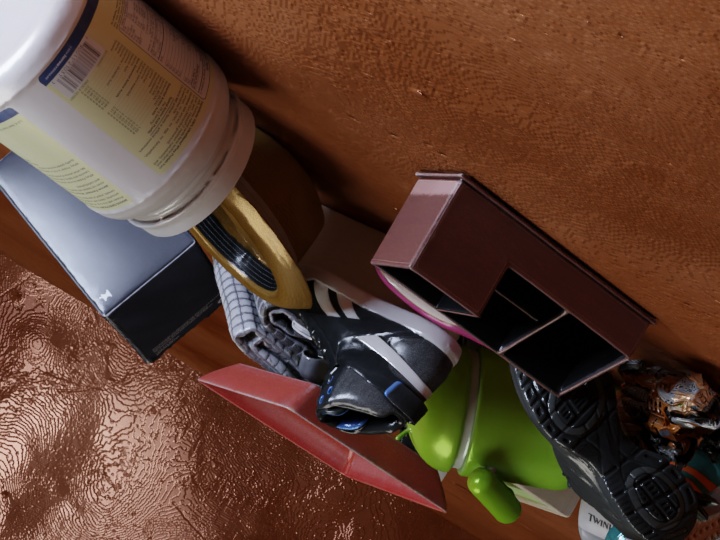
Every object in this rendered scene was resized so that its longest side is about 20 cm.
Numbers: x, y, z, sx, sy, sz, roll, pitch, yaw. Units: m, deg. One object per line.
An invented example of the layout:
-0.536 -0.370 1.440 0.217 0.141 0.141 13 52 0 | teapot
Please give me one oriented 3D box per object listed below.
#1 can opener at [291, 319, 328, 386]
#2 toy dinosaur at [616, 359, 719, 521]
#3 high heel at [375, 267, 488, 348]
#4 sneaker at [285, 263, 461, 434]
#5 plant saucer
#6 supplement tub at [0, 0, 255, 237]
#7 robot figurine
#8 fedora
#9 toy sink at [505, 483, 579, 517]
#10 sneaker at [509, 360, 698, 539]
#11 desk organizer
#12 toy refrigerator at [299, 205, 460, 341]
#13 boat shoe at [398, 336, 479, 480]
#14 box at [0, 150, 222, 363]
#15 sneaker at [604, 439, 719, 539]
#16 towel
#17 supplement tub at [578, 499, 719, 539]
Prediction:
0.004 0.066 1.676 0.053 0.067 0.200 24 -166 31 | can opener
0.251 0.119 1.462 0.136 0.102 0.200 47 -174 -7 | toy dinosaur
0.102 0.038 1.491 0.199 0.068 0.096 17 158 1 | high heel
-0.022 0.070 1.511 0.199 0.112 0.073 21 159 39 | sneaker
-0.031 0.148 1.691 0.200 0.037 0.199 35 167 -27 | plant saucer
-0.187 -0.127 1.310 0.200 0.145 0.145 38 167 -36 | supplement tub
0.131 0.129 1.606 0.199 0.176 0.116 9 146 -4 | robot figurine
-0.092 -0.060 1.492 0.200 0.082 0.201 42 163 16 | fedora
0.126 0.147 1.796 0.200 0.112 0.130 36 168 -25 | toy sink
0.177 0.137 1.424 0.200 0.076 0.091 56 161 5 | sneaker
0.111 0.015 1.323 0.200 0.077 0.072 35 169 -23 | desk organizer
0.000 0.000 1.596 0.199 0.070 0.076 24 161 28 | toy refrigerator
0.059 0.126 1.714 0.056 0.201 0.069 -1 -148 -26 | boat shoe
-0.247 -0.035 1.828 0.200 0.123 0.198 49 175 16 | box
0.262 0.200 1.552 0.199 0.072 0.080 -15 -134 -43 | sneaker
-0.047 0.050 1.758 0.200 0.086 0.166 38 -164 -33 | towel
0.314 0.242 1.689 0.199 0.123 0.123 24 168 33 | supplement tub
